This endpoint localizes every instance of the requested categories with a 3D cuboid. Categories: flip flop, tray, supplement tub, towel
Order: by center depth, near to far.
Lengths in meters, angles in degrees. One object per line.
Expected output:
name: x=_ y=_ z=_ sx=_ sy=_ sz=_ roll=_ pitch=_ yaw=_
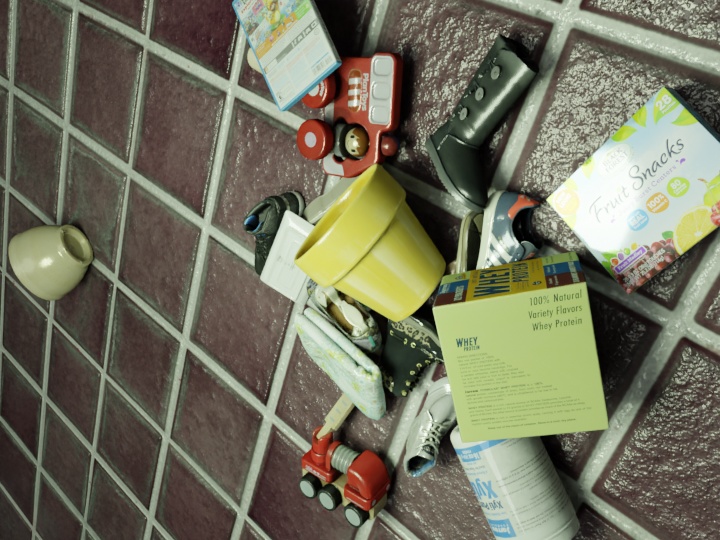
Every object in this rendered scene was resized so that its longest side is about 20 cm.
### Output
supplement tub: x=0.234 y=0.317 z=0.949 sx=0.131 sy=0.131 sz=0.203 roll=-31 pitch=80 yaw=38
flip flop: x=0.162 y=0.001 z=0.973 sx=0.057 sy=0.080 sz=0.204 roll=23 pitch=113 yaw=50
towel: x=-0.034 y=0.170 z=1.116 sx=0.199 sy=0.048 sz=0.172 roll=38 pitch=160 yaw=27
tray: x=-0.127 y=-0.014 z=1.172 sx=0.106 sy=0.022 sz=0.201 roll=32 pitch=133 yaw=3

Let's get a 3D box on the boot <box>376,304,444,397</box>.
boot: x=0.113 y=0.155 z=1.046 sx=0.203 sy=0.073 sz=0.156 roll=34 pitch=122 yaw=33

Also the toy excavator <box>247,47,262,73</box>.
toy excavator: x=-0.141 y=-0.472 z=1.085 sx=0.099 sy=0.201 sz=0.195 roll=34 pitch=75 yaw=27

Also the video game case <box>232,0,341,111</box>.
video game case: x=-0.121 y=-0.381 z=0.986 sx=0.142 sy=0.018 sz=0.203 roll=-27 pitch=86 yaw=39

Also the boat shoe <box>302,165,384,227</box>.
boat shoe: x=-0.021 y=-0.126 z=1.102 sx=0.199 sy=0.057 sz=0.068 roll=-28 pitch=47 yaw=35

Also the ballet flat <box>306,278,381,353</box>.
ballet flat: x=-0.034 y=0.061 z=1.100 sx=0.200 sy=0.071 sz=0.073 roll=45 pitch=124 yaw=31

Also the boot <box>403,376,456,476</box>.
boot: x=0.124 y=0.265 z=1.015 sx=0.072 sy=0.096 sz=0.202 roll=19 pitch=135 yaw=0

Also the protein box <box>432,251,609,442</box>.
protein box: x=0.220 y=0.105 z=0.853 sx=0.195 sy=0.135 sz=0.203 roll=-10 pitch=105 yaw=17

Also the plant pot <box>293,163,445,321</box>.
plant pot: x=0.027 y=-0.029 z=0.971 sx=0.188 sy=0.202 sz=0.200 roll=41 pitch=127 yaw=-10

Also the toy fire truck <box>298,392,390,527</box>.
toy fire truck: x=-0.021 y=0.345 z=1.176 sx=0.174 sy=0.128 sz=0.203 roll=19 pitch=121 yaw=33

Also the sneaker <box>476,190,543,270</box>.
sneaker: x=0.224 y=-0.014 z=0.916 sx=0.084 sy=0.074 sz=0.204 roll=13 pitch=108 yaw=39

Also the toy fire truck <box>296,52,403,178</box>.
toy fire truck: x=-0.008 y=-0.253 z=1.018 sx=0.166 sy=0.111 sz=0.204 roll=14 pitch=109 yaw=34

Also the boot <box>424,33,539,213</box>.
boot: x=0.187 y=-0.209 z=0.886 sx=0.200 sy=0.065 sz=0.166 roll=-50 pitch=51 yaw=32

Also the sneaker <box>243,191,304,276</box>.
sneaker: x=-0.193 y=-0.066 z=1.203 sx=0.073 sy=0.111 sz=0.202 roll=41 pitch=122 yaw=23

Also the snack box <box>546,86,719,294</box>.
snack box: x=0.370 y=-0.099 z=0.789 sx=0.170 sy=0.067 sz=0.200 roll=53 pitch=125 yaw=15

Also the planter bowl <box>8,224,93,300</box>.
planter bowl: x=-0.808 y=-0.039 z=1.653 sx=0.133 sy=0.200 sz=0.203 roll=-25 pitch=84 yaw=11

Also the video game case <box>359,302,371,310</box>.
video game case: x=0.000 y=0.000 z=1.129 sx=0.199 sy=0.017 sz=0.145 roll=-31 pitch=80 yaw=38
